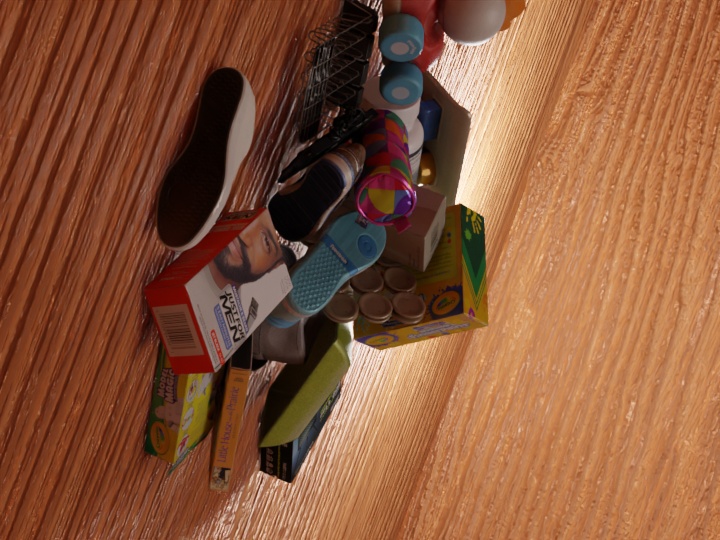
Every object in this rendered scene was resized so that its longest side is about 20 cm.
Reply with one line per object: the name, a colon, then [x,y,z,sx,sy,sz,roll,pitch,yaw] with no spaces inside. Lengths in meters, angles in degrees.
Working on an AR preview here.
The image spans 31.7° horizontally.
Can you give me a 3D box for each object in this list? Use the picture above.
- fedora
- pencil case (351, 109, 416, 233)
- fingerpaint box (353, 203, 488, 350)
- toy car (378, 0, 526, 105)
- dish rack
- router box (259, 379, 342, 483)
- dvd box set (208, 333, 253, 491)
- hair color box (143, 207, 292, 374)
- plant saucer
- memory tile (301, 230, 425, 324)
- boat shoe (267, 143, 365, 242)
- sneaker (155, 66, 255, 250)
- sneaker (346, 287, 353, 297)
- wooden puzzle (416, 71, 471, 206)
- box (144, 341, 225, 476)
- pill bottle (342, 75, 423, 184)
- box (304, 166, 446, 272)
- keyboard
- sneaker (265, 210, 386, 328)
fedora: [-0.100,0.065,1.759,0.201,0.089,0.178,84,30,-60]
pencil case: [0.029,-0.134,1.664,0.201,0.087,0.089,-92,-169,-55]
fingerpaint box: [0.086,0.013,1.847,0.073,0.198,0.170,24,59,-48]
toy car: [0.125,-0.342,1.725,0.178,0.196,0.187,87,6,-58]
dish rack: [-0.040,-0.254,1.629,0.200,0.054,0.155,-45,151,-55]
router box: [-0.094,0.220,2.055,0.151,0.061,0.201,96,20,-48]
dvd box set: [-0.168,0.162,1.642,0.147,0.029,0.202,-94,-165,-56]
hair color box: [-0.159,0.021,1.458,0.200,0.063,0.112,-52,130,-54]
plant saucer: [-0.070,0.151,1.837,0.201,0.048,0.200,-55,-170,16]
memory tile: [0.000,0.000,1.775,0.202,0.151,0.017,-111,-153,-42]
boat shoe: [-0.050,-0.098,1.615,0.072,0.073,0.199,-40,-176,-36]
sneaker: [-0.154,-0.109,1.354,0.085,0.072,0.203,48,62,-71]
sneaker: [-0.041,-0.017,1.958,0.200,0.073,0.083,75,15,-68]
wooden puzzle: [0.084,-0.214,1.921,0.046,0.200,0.187,-17,136,-27]
box: [-0.210,0.143,1.551,0.117,0.048,0.203,-43,148,-61]
pill bottle: [0.031,-0.177,1.864,0.120,0.118,0.202,-54,158,-47]
box: [0.015,-0.085,1.765,0.095,0.197,0.078,85,29,-58]
keyboard: [-0.038,-0.176,1.599,0.104,0.040,0.200,-36,-176,31]
sneaker: [-0.059,0.000,1.653,0.200,0.080,0.130,-40,-173,-37]
